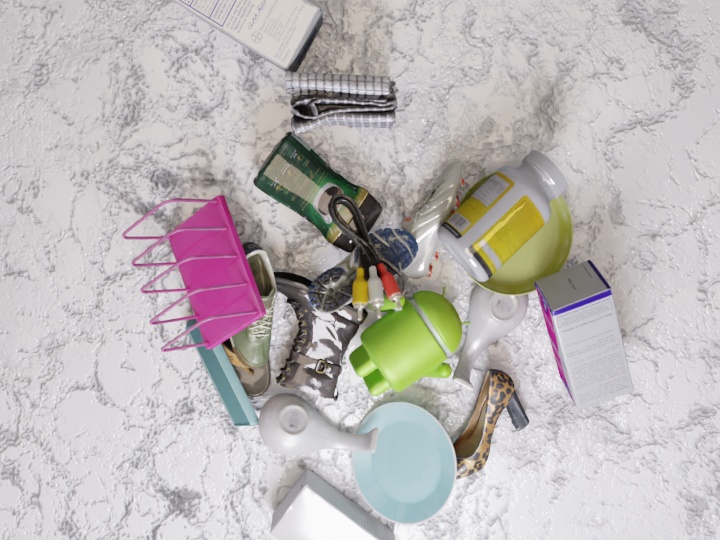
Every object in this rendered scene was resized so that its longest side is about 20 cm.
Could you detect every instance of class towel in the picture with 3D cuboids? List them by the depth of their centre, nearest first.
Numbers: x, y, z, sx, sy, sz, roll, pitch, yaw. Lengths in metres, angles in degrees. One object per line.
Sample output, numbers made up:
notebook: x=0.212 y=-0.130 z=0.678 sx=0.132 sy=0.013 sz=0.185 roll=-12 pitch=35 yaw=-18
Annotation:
towel: x=-0.026 y=-0.250 z=1.373 sx=0.162 sy=0.200 sz=0.087 roll=2 pitch=101 yaw=0

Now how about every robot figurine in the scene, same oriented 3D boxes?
robot figurine: x=0.079 y=0.114 z=1.474 sx=0.199 sy=0.116 sz=0.176 roll=-36 pitch=109 yaw=1

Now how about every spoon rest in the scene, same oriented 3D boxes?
spoon rest: x=-0.072 y=0.266 z=1.513 sx=0.197 sy=0.061 sz=0.101 roll=15 pitch=64 yaw=-8
spoon rest: x=0.208 y=0.099 z=1.517 sx=0.098 sy=0.061 sz=0.202 roll=29 pitch=85 yaw=-7

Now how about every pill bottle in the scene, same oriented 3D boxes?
pill bottle: x=0.222 y=-0.088 z=1.412 sx=0.200 sy=0.112 sz=0.112 roll=-43 pitch=98 yaw=-1

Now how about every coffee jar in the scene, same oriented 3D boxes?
coffee jar: x=-0.065 y=-0.121 z=1.452 sx=0.199 sy=0.085 sz=0.105 roll=37 pitch=90 yaw=-6

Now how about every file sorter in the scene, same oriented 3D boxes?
file sorter: x=-0.261 y=0.007 z=1.393 sx=0.138 sy=0.125 sz=0.203 roll=-30 pitch=75 yaw=34

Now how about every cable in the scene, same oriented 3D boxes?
cable: x=0.015 y=-0.026 z=1.379 sx=0.095 sy=0.050 sz=0.204 roll=-12 pitch=81 yaw=-16

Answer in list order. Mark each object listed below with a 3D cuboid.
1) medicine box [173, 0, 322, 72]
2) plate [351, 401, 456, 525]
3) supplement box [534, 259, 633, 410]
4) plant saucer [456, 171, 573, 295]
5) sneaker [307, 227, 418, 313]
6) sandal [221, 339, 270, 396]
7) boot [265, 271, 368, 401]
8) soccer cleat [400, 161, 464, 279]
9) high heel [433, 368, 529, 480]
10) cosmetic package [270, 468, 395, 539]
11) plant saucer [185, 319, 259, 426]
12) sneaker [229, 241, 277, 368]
medicine box: x=-0.163 y=-0.388 z=1.356 sx=0.198 sy=0.182 sz=0.104 roll=31 pitch=97 yaw=-6
plate: x=0.074 y=0.320 z=1.527 sx=0.197 sy=0.025 sz=0.204 roll=0 pitch=89 yaw=31
supplement box: x=0.359 y=0.105 z=1.464 sx=0.102 sy=0.102 sz=0.202 roll=-20 pitch=117 yaw=3
plant saucer: x=0.245 y=-0.061 z=1.485 sx=0.196 sy=0.031 sz=0.204 roll=0 pitch=92 yaw=-3
sneaker: x=0.000 y=0.000 z=1.441 sx=0.198 sy=0.085 sz=0.078 roll=-30 pitch=84 yaw=-12
sandal: x=-0.196 y=0.113 z=1.505 sx=0.080 sy=0.055 sz=0.204 roll=-5 pitch=100 yaw=0
boot: x=-0.095 y=0.111 z=1.500 sx=0.198 sy=0.069 sz=0.176 roll=26 pitch=98 yaw=-7
soccer cleat: x=0.108 y=-0.084 z=1.473 sx=0.076 sy=0.069 sz=0.203 roll=20 pitch=102 yaw=-1
high heel: x=0.178 y=0.254 z=1.506 sx=0.199 sy=0.071 sz=0.144 roll=-36 pitch=124 yaw=-7
cosmetic package: x=-0.045 y=0.445 z=1.550 sx=0.199 sy=0.085 sz=0.108 roll=39 pitch=96 yaw=-6
plant saucer: x=-0.230 y=0.171 z=1.510 sx=0.019 sy=0.069 sz=0.203 roll=-31 pitch=101 yaw=-37
sneaker: x=-0.168 y=0.055 z=1.442 sx=0.066 sy=0.089 sz=0.204 roll=-6 pitch=90 yaw=-29
